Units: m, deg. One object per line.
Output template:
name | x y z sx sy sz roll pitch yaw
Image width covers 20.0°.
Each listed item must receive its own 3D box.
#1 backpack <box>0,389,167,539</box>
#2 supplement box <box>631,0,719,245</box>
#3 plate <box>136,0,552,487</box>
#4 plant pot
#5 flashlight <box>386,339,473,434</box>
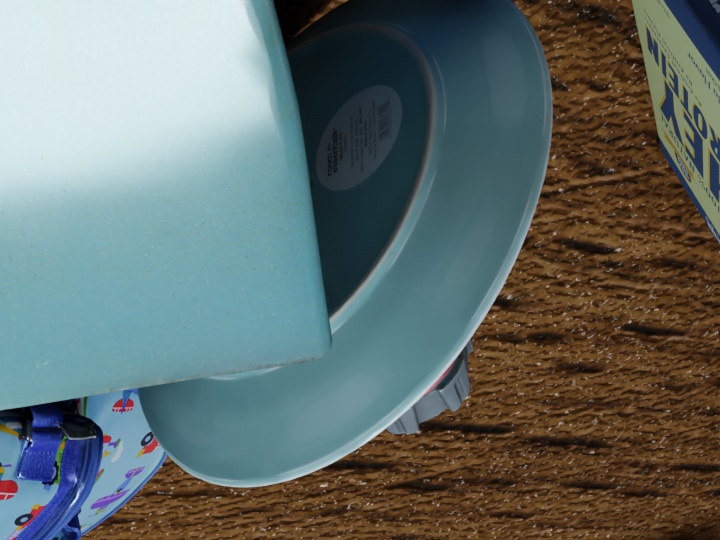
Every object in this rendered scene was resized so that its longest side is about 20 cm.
backpack | -0.160 0.065 0.783 0.182 0.135 0.199 -43 147 24
supplement box | 0.232 -0.095 0.847 0.198 0.135 0.200 -28 148 -1
plate | -0.018 -0.022 0.714 0.200 0.201 0.026 -41 128 20
plant pot | -0.092 -0.081 0.612 0.140 0.142 0.201 -9 138 -6
flashlight | 0.000 0.000 0.871 0.067 0.068 0.200 -25 149 1
